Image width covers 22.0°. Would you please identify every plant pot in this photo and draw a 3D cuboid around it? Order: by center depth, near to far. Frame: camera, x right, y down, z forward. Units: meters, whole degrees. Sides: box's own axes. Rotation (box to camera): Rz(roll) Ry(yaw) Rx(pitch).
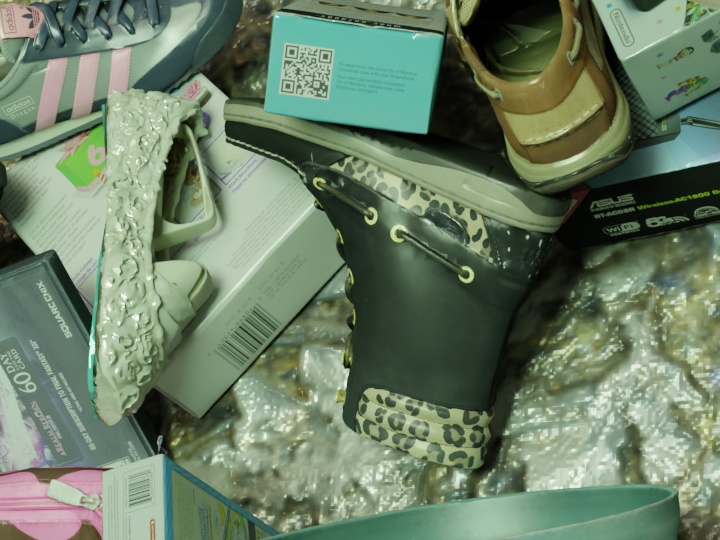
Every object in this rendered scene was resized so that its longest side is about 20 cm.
[{"bbox_3d":[0.050,0.175,0.809,0.200,0.200,0.135,-10,86,25],"label":"plant pot"}]

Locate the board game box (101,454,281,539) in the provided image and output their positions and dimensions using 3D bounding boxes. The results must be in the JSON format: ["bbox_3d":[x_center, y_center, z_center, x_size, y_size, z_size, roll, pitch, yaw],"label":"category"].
[{"bbox_3d":[-0.066,0.200,0.834,0.034,0.134,0.201,-18,56,20],"label":"board game box"}]

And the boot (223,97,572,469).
[{"bbox_3d":[0.000,0.000,0.948,0.203,0.073,0.154,21,106,30],"label":"boot"}]

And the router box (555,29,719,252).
[{"bbox_3d":[0.165,-0.120,0.964,0.149,0.062,0.201,-12,60,23],"label":"router box"}]

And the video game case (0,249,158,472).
[{"bbox_3d":[-0.223,0.083,1.038,0.199,0.143,0.019,-20,19,19],"label":"video game case"}]

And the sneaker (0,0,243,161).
[{"bbox_3d":[-0.166,-0.130,1.072,0.200,0.082,0.070,-27,53,10],"label":"sneaker"}]

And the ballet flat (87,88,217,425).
[{"bbox_3d":[-0.110,-0.015,0.993,0.072,0.072,0.201,-14,59,22],"label":"ballet flat"}]

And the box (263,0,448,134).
[{"bbox_3d":[0.002,-0.111,0.963,0.082,0.200,0.049,8,102,2],"label":"box"}]

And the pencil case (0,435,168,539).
[{"bbox_3d":[-0.192,0.140,0.992,0.199,0.094,0.091,-6,69,18],"label":"pencil case"}]

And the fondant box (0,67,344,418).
[{"bbox_3d":[-0.110,-0.032,1.077,0.144,0.058,0.200,-47,53,0],"label":"fondant box"}]

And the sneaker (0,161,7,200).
[{"bbox_3d":[-0.258,-0.003,1.103,0.199,0.076,0.115,-19,82,51],"label":"sneaker"}]

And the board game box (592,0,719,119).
[{"bbox_3d":[0.200,-0.184,0.901,0.200,0.064,0.148,-27,55,12],"label":"board game box"}]

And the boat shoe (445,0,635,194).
[{"bbox_3d":[0.080,-0.121,0.905,0.076,0.074,0.200,-29,37,7],"label":"boat shoe"}]
